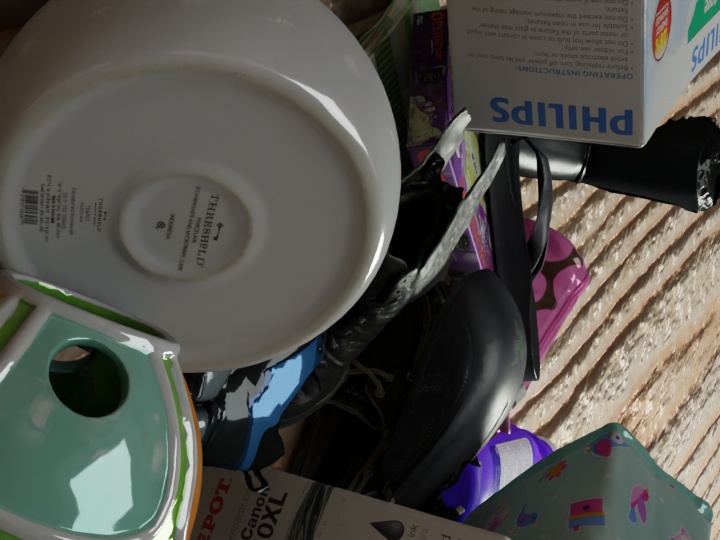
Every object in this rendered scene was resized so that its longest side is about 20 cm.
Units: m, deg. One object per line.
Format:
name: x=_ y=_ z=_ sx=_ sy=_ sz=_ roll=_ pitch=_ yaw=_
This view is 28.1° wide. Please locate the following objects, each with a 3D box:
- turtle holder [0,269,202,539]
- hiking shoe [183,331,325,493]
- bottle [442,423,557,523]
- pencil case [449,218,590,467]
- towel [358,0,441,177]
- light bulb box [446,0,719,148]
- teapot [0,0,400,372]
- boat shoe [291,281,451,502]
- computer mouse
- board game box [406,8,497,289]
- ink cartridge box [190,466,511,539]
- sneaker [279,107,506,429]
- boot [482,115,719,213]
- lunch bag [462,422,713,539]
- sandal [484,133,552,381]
turtle holder: x=-0.150 y=0.067 z=0.572 sx=0.141 sy=0.184 sz=0.133 roll=12 pitch=102 yaw=-86
hiking shoe: x=-0.052 y=0.012 z=0.775 sx=0.086 sy=0.074 sz=0.201 roll=25 pitch=87 yaw=-40
bottle: x=0.105 y=0.162 z=1.146 sx=0.200 sy=0.065 sz=0.084 roll=2 pitch=100 yaw=-62
pencil case: x=0.104 y=0.045 z=1.070 sx=0.200 sy=0.093 sz=0.091 roll=-54 pitch=132 yaw=-40
towel: x=0.009 y=-0.081 z=0.925 sx=0.200 sy=0.023 sz=0.153 roll=-57 pitch=146 yaw=-38
light bulb box: x=0.141 y=-0.206 z=0.856 sx=0.198 sy=0.124 sz=0.202 roll=-45 pitch=137 yaw=-49
teapot: x=-0.076 y=-0.060 z=0.644 sx=0.198 sy=0.199 sz=0.147 roll=47 pitch=22 yaw=-33
boat shoe: x=0.008 y=0.089 z=0.935 sx=0.064 sy=0.070 sz=0.201 roll=46 pitch=62 yaw=-59
computer mouse: x=0.062 y=0.099 z=0.910 sx=0.138 sy=0.052 sz=0.202 roll=-4 pitch=115 yaw=-62
board game box: x=0.066 y=-0.057 z=0.948 sx=0.201 sy=0.032 sz=0.121 roll=68 pitch=24 yaw=-49
ink cartridge box: x=-0.015 y=0.199 z=0.798 sx=0.084 sy=0.199 sz=0.146 roll=43 pitch=63 yaw=-55
sneaker: x=0.002 y=0.002 z=0.821 sx=0.200 sy=0.060 sz=0.104 roll=-43 pitch=166 yaw=-14
boot: x=0.185 y=-0.094 z=1.091 sx=0.200 sy=0.167 sz=0.077 roll=1 pitch=99 yaw=-61
lunch bag: x=0.109 y=0.217 z=0.896 sx=0.122 sy=0.200 sz=0.171 roll=41 pitch=41 yaw=-17
sandal: x=0.116 y=-0.025 z=0.996 sx=0.076 sy=0.042 sz=0.202 roll=18 pitch=67 yaw=-77
